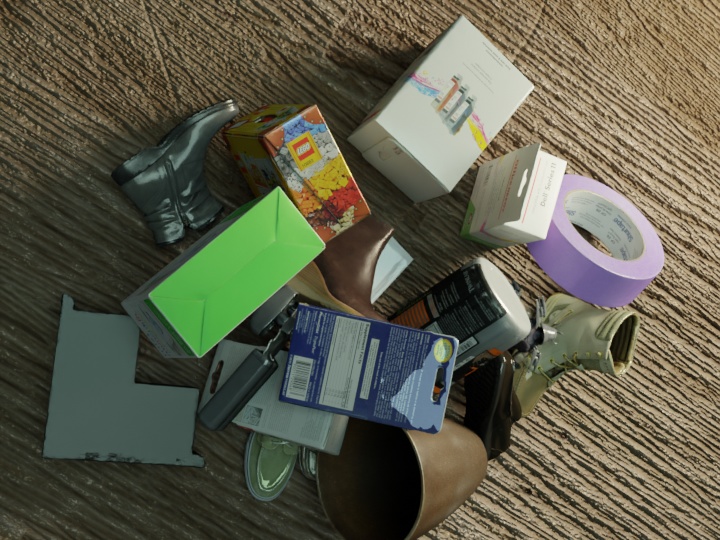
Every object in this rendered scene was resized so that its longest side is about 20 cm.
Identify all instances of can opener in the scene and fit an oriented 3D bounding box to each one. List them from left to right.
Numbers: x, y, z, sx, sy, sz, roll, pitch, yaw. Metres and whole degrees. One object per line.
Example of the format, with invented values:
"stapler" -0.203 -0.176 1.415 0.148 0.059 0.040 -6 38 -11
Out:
"can opener" -0.139 0.109 1.173 0.067 0.053 0.200 41 88 14

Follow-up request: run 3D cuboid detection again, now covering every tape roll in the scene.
"tape roll" 0.332 -0.045 1.331 0.199 0.066 0.201 17 42 -16

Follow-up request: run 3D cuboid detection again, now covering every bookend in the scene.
"bookend" -0.293 0.142 1.189 0.197 0.092 0.202 6 84 -17

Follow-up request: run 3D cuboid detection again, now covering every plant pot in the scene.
"plant pot" 0.074 0.264 1.239 0.199 0.186 0.188 2 86 -47

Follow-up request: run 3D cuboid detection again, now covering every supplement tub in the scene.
"supplement tub" 0.111 0.083 1.218 0.200 0.123 0.123 -35 97 19

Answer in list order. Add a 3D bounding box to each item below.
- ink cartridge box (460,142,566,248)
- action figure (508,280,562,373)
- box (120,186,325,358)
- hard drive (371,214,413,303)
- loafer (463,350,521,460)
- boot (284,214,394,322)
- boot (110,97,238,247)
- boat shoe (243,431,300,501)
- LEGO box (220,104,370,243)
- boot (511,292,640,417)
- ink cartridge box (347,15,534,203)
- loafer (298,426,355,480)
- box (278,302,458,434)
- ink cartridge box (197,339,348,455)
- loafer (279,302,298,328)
"ink cartridge box" 0.218 -0.100 1.289 0.067 0.200 0.118 19 82 -14
"action figure" 0.184 0.077 1.307 0.198 0.069 0.131 5 101 9
"box" -0.166 0.009 1.109 0.200 0.176 0.097 -42 103 -21
"hard drive" -0.039 -0.041 1.304 0.200 0.025 0.132 46 76 -9
"loafer" 0.189 0.183 1.302 0.071 0.073 0.201 -14 130 -23
"boot" 0.000 0.000 1.219 0.199 0.073 0.167 31 62 19
"boot" -0.220 -0.131 1.247 0.200 0.070 0.132 -37 104 -8
"boat shoe" -0.108 0.211 1.251 0.072 0.062 0.201 16 82 -14
"LEGO box" -0.086 -0.125 1.165 0.077 0.200 0.150 -33 110 -14
"boot" 0.297 0.132 1.319 0.072 0.154 0.201 39 76 -35
"ink cartridge box" 0.107 -0.217 1.294 0.145 0.145 0.200 42 78 -10
"loafer" -0.030 0.193 1.274 0.072 0.063 0.201 23 81 -12
"box" 0.010 0.119 1.121 0.199 0.032 0.122 12 87 6
"ink cartridge box" -0.107 0.160 1.205 0.199 0.050 0.110 9 75 28
"loafer" -0.084 0.073 1.253 0.200 0.072 0.063 41 112 9
